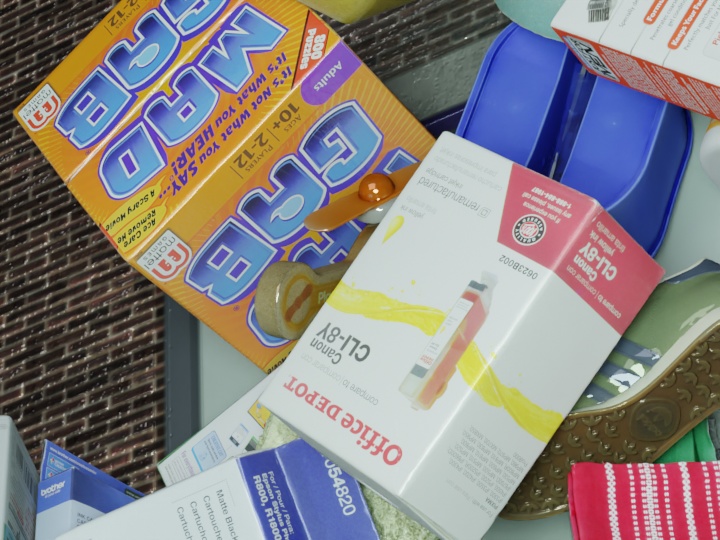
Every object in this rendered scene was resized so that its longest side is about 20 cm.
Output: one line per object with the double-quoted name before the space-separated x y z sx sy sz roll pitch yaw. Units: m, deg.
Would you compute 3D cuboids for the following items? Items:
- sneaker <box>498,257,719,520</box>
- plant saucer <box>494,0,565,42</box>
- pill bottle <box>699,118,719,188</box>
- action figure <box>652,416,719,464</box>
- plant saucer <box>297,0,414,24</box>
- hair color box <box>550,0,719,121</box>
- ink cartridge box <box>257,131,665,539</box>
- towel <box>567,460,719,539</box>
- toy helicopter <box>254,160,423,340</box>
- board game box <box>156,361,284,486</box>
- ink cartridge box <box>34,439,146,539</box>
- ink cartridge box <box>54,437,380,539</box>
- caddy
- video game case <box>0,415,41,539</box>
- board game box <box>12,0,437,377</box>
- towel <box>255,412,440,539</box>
"sneaker" 0.152 0.065 1.285 0.200 0.067 0.090 -35 30 14
"plant saucer" 0.186 -0.203 1.436 0.198 0.036 0.200 -3 30 2
"pill bottle" 0.294 -0.136 1.339 0.112 0.112 0.201 11 69 40
"action figure" 0.179 0.114 1.301 0.117 0.055 0.201 -16 54 29
"plant saucer" -0.022 -0.226 1.453 0.199 0.200 0.049 29 120 23
"hair color box" 0.224 -0.148 1.277 0.199 0.064 0.111 27 80 40
"ink cartridge box" 0.056 0.039 1.257 0.145 0.083 0.201 29 82 47
"towel" 0.216 0.158 1.198 0.198 0.023 0.145 -3 46 5
"toy helicopter" 0.000 0.000 1.346 0.078 0.199 0.133 11 102 31
"board game box" -0.028 0.130 1.450 0.200 0.040 0.153 -39 47 9
"ink cartridge box" -0.164 0.215 1.437 0.042 0.119 0.201 -27 48 28
"ink cartridge box" -0.071 0.221 1.338 0.199 0.041 0.201 -25 81 20
"caddy" 0.138 -0.073 1.419 0.140 0.105 0.201 12 60 19
"video game case" -0.220 0.223 1.426 0.022 0.201 0.183 -5 55 3
"board game box" -0.077 -0.082 1.511 0.200 0.200 0.200 -45 45 2
"towel" -0.020 0.170 1.369 0.148 0.036 0.201 23 88 20
